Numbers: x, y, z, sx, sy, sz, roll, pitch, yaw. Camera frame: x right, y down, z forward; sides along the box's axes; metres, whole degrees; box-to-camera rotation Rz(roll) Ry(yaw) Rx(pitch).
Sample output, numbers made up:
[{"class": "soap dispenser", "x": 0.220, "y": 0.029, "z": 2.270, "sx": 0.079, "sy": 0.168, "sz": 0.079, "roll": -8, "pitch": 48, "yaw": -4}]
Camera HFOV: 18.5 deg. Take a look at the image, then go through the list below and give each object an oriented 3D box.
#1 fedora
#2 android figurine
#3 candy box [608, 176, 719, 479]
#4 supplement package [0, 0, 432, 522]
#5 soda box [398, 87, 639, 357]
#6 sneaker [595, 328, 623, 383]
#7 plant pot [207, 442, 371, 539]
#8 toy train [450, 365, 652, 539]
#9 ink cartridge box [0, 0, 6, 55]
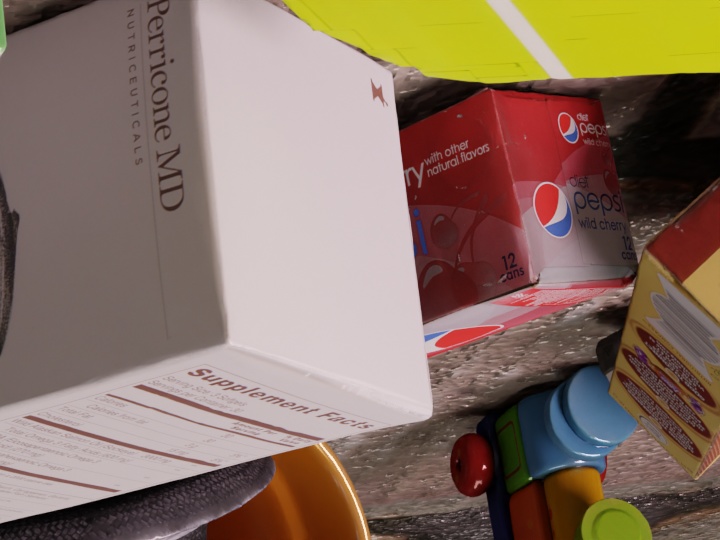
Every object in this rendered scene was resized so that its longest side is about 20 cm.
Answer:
[{"class": "fedora", "x": -0.123, "y": 0.119, "z": 0.856, "sx": 0.199, "sy": 0.092, "sz": 0.201, "roll": -8, "pitch": -171, "yaw": 1}, {"class": "android figurine", "x": 0.060, "y": -0.087, "z": 0.552, "sx": 0.199, "sy": 0.041, "sz": 0.182, "roll": 0, "pitch": 165, "yaw": 25}, {"class": "candy box", "x": 0.152, "y": 0.001, "z": 0.798, "sx": 0.117, "sy": 0.056, "sz": 0.200, "roll": -42, "pitch": 164, "yaw": -10}, {"class": "supplement package", "x": -0.093, "y": 0.003, "z": 0.690, "sx": 0.199, "sy": 0.118, "sz": 0.117, "roll": -17, "pitch": 159, "yaw": 28}, {"class": "soda box", "x": 0.000, "y": 0.000, "z": 0.792, "sx": 0.199, "sy": 0.070, "sz": 0.063, "roll": -22, "pitch": 166, "yaw": 40}, {"class": "sneaker", "x": 0.203, "y": 0.078, "z": 1.054, "sx": 0.199, "sy": 0.116, "sz": 0.076, "roll": 5, "pitch": 159, "yaw": -34}, {"class": "plant pot", "x": -0.124, "y": 0.154, "z": 1.075, "sx": 0.199, "sy": 0.202, "sz": 0.183, "roll": 5, "pitch": 175, "yaw": -34}, {"class": "toy train", "x": 0.113, "y": 0.155, "z": 1.132, "sx": 0.084, "sy": 0.201, "sz": 0.116, "roll": 0, "pitch": 157, "yaw": -20}, {"class": "ink cartridge box", "x": -0.200, "y": -0.068, "z": 0.478, "sx": 0.199, "sy": 0.084, "sz": 0.146, "roll": 6, "pitch": 159, "yaw": -38}]
